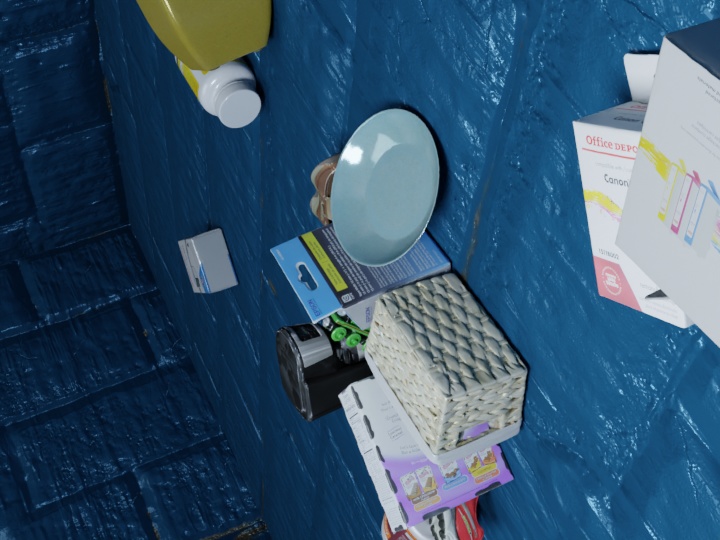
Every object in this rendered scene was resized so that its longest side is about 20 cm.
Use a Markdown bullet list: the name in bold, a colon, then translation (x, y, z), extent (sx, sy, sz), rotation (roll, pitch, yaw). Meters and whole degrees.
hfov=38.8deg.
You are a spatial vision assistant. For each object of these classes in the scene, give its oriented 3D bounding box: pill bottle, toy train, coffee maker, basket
- **pill bottle**: translation (0.098, 0.386, 1.584), extent (0.115, 0.113, 0.200), rotation (64, 160, 18)
- **toy train**: translation (0.029, 0.090, 1.419), extent (0.057, 0.199, 0.042), rotation (-53, 41, 13)
- **pill bottle**: translation (-0.257, -0.352, 1.870), extent (0.201, 0.110, 0.112), rotation (57, 157, 37)
- **coffee maker**: translation (-0.013, 0.147, 1.533), extent (0.135, 0.198, 0.194), rotation (5, 113, 70)
- **basket**: translation (0.107, 0.116, 1.279), extent (0.201, 0.134, 0.124), rotation (56, 152, 37)

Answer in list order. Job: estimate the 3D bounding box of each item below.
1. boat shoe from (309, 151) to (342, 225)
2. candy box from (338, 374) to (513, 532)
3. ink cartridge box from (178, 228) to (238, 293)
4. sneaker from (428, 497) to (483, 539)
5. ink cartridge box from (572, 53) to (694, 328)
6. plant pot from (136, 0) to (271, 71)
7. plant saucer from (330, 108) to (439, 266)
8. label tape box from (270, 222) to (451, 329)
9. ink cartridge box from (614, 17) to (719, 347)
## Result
- **boat shoe**: translation (-0.030, -0.113, 1.539), extent (0.072, 0.075, 0.200), rotation (61, 168, 17)
- **candy box**: translation (0.086, 0.224, 1.380), extent (0.201, 0.166, 0.072), rotation (67, 159, 12)
- **ink cartridge box**: translation (-0.389, -0.022, 2.598), extent (0.200, 0.085, 0.148), rotation (-4, 105, 69)
- **sneaker**: translation (0.136, 0.297, 1.459), extent (0.077, 0.084, 0.202), rotation (123, 148, -57)
- **ink cartridge box**: translation (0.238, -0.069, 0.830), extent (0.116, 0.067, 0.202), rotation (27, 133, 64)
- **plant pot**: translation (-0.251, -0.438, 1.667), extent (0.194, 0.194, 0.202), rotation (25, 138, 64)
- **plant saucer**: translation (0.039, -0.103, 1.306), extent (0.200, 0.038, 0.203), rotation (-12, 74, 46)
- **label tape box**: translation (0.000, 0.000, 1.355), extent (0.144, 0.199, 0.066), rotation (55, 161, 37)
- **ink cartridge box**: translation (0.266, -0.054, 0.674), extent (0.125, 0.128, 0.201), rotation (54, 156, 40)
